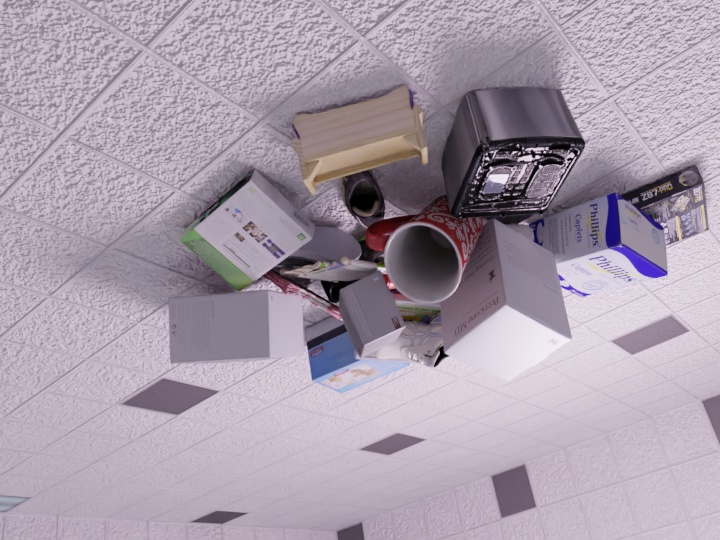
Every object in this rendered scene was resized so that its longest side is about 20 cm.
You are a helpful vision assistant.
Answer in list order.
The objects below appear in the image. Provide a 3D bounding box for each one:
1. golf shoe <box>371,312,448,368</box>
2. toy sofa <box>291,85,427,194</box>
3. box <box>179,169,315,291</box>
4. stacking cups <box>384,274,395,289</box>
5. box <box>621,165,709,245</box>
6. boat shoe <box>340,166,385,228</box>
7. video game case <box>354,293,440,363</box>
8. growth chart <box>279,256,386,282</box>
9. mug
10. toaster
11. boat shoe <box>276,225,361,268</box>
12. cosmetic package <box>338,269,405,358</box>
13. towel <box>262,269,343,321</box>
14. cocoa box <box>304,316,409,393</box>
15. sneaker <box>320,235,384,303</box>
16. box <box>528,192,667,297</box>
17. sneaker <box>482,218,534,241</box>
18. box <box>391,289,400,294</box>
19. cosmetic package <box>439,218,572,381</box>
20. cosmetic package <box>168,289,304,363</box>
[{"bbox_3d":[0.115,0.149,1.355,0.195,0.099,0.079,-16,137,5],"label":"golf shoe"},{"bbox_3d":[0.000,-0.192,1.027,0.195,0.100,0.083,-15,170,4],"label":"toy sofa"},{"bbox_3d":[-0.191,-0.062,1.160,0.198,0.037,0.144,-32,118,30],"label":"box"},{"bbox_3d":[0.123,0.000,1.355,0.196,0.062,0.061,-7,153,-36],"label":"stacking cups"},{"bbox_3d":[0.607,-0.112,1.387,0.158,0.050,0.200,-21,148,21],"label":"box"},{"bbox_3d":[0.005,-0.118,1.154,0.070,0.066,0.201,-14,151,2],"label":"boat shoe"},{"bbox_3d":[0.103,0.122,1.410,0.195,0.022,0.184,7,132,-19],"label":"video game case"},{"bbox_3d":[-0.042,0.002,1.206,0.142,0.018,0.198,10,167,-39],"label":"growth chart"},{"bbox_3d":[0.118,-0.064,1.168,0.134,0.177,0.200,-53,175,33],"label":"mug"},{"bbox_3d":[0.231,-0.181,1.072,0.176,0.121,0.202,-5,149,-12],"label":"toaster"},{"bbox_3d":[-0.098,-0.033,1.256,0.195,0.073,0.068,1,147,-15],"label":"boat shoe"},{"bbox_3d":[0.016,0.082,1.220,0.088,0.109,0.200,-24,167,-5],"label":"cosmetic package"},{"bbox_3d":[-0.121,0.038,1.327,0.199,0.143,0.023,32,88,-49],"label":"towel"},{"bbox_3d":[-0.008,0.175,1.574,0.197,0.134,0.133,-26,147,23],"label":"cocoa box"},{"bbox_3d":[0.000,0.000,1.332,0.076,0.086,0.199,14,142,-37],"label":"sneaker"},{"bbox_3d":[0.459,-0.041,1.341,0.181,0.108,0.198,21,152,-36],"label":"box"},{"bbox_3d":[0.242,-0.062,1.322,0.195,0.079,0.100,-10,147,-4],"label":"sneaker"},{"bbox_3d":[0.067,0.059,1.437,0.195,0.102,0.096,-8,149,-6],"label":"box"},{"bbox_3d":[0.255,0.055,1.254,0.164,0.203,0.167,25,133,-25],"label":"cosmetic package"},{"bbox_3d":[-0.227,0.108,1.304,0.195,0.127,0.199,-6,174,13],"label":"cosmetic package"}]
